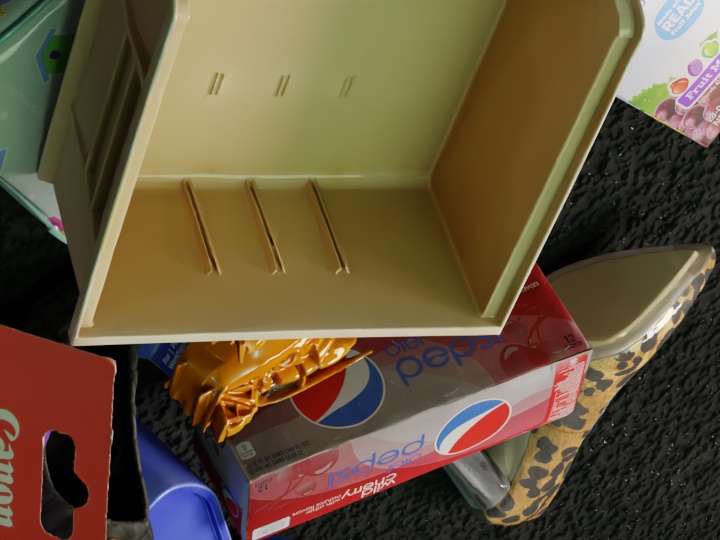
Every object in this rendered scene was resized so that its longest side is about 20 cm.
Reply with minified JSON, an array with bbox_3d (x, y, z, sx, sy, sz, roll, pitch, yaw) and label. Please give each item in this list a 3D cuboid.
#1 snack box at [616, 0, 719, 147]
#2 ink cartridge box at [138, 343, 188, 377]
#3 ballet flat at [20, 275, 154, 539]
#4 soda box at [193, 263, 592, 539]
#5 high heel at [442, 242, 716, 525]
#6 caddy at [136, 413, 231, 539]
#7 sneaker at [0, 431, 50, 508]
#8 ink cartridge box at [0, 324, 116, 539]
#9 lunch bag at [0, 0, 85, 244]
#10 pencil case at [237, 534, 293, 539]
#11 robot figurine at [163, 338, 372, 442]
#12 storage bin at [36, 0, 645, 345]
[{"bbox_3d":[0.152,-0.171,1.212,0.199,0.068,0.169,22,112,-42],"label":"snack box"},{"bbox_3d":[-0.026,0.025,1.282,0.199,0.039,0.100,7,122,-38],"label":"ink cartridge box"},{"bbox_3d":[-0.127,0.077,1.142,0.066,0.201,0.057,21,127,-33],"label":"ballet flat"},{"bbox_3d":[0.016,0.065,1.262,0.199,0.070,0.064,-19,147,-19],"label":"soda box"},{"bbox_3d":[0.132,0.067,1.408,0.199,0.072,0.143,-34,142,3],"label":"high heel"},{"bbox_3d":[-0.147,0.146,1.255,0.141,0.105,0.201,-42,151,-19],"label":"caddy"},{"bbox_3d":[-0.198,0.072,1.131,0.083,0.199,0.081,-39,102,-37],"label":"sneaker"},{"bbox_3d":[-0.206,0.081,1.034,0.050,0.199,0.162,-58,161,-49],"label":"ink cartridge box"},{"bbox_3d":[-0.096,-0.088,1.106,0.160,0.077,0.200,-43,138,3],"label":"lunch bag"},{"bbox_3d":[-0.066,0.245,1.418,0.078,0.086,0.201,-54,159,-49],"label":"pencil case"},{"bbox_3d":[0.000,0.000,1.179,0.199,0.058,0.145,-28,155,-27],"label":"robot figurine"},{"bbox_3d":[-0.012,-0.071,1.006,0.199,0.094,0.199,0,138,-23],"label":"storage bin"}]
